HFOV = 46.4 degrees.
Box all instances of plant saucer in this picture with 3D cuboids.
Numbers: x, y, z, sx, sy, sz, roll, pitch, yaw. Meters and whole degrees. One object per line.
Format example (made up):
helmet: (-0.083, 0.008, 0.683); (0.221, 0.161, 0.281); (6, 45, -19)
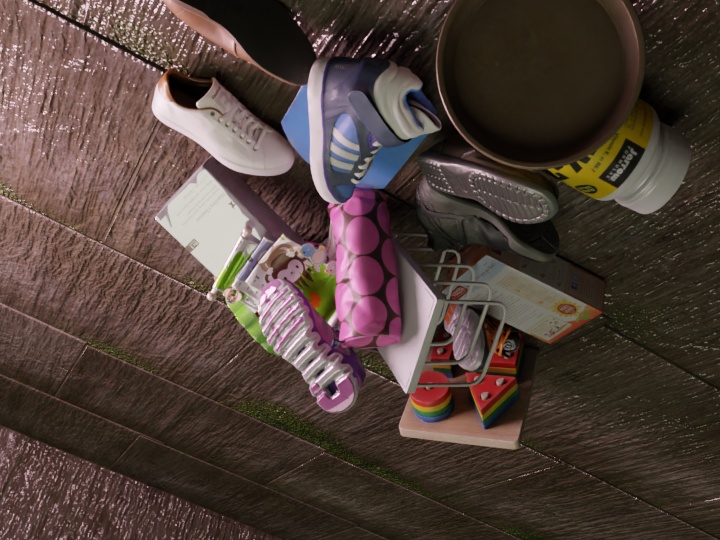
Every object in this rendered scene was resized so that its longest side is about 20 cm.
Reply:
plant saucer: (0.171, -0.199, 0.808); (0.196, 0.204, 0.029); (11, -175, 8)

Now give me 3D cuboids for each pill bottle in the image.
pill bottle: (0.244, -0.146, 0.898); (0.197, 0.116, 0.114); (24, 148, -13)

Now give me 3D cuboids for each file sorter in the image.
file sorter: (0.093, 0.049, 1.145); (0.122, 0.201, 0.141); (3, 118, -25)

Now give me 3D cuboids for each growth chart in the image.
growth chart: (-0.100, 0.020, 1.169); (0.197, 0.018, 0.146); (25, 112, -5)

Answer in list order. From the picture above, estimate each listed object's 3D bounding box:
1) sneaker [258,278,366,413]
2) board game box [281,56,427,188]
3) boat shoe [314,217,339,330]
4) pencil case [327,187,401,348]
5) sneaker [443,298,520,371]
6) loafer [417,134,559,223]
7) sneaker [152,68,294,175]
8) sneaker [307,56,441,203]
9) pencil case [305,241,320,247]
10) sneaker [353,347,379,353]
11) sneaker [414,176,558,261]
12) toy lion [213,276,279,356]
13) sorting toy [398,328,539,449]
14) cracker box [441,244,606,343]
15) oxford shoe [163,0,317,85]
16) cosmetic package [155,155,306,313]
sneaker: (-0.061, 0.097, 1.149); (0.080, 0.088, 0.201); (-41, 81, 28)
board game box: (-0.003, -0.188, 1.027); (0.156, 0.039, 0.200); (29, 141, -11)
boat shoe: (-0.045, -0.009, 1.200); (0.068, 0.204, 0.071); (6, -169, 11)
pencil case: (0.000, 0.000, 1.101); (0.089, 0.204, 0.093); (3, 166, -26)
sneaker: (0.198, 0.102, 1.275); (0.110, 0.201, 0.079); (20, 109, -10)
loafer: (0.150, -0.116, 0.956); (0.199, 0.070, 0.076); (29, 159, 42)
sneaker: (-0.170, -0.188, 1.069); (0.197, 0.074, 0.085); (25, 151, -10)
sneaker: (0.020, -0.148, 0.963); (0.144, 0.081, 0.202); (12, 137, 17)
pencil case: (-0.051, 0.011, 1.291); (0.196, 0.095, 0.091); (7, 153, 15)
sneaker: (0.004, 0.086, 1.413); (0.197, 0.077, 0.114); (-3, 151, 38)
sneaker: (0.158, -0.060, 1.100); (0.196, 0.077, 0.115); (24, 150, -5)
toy lion: (-0.155, 0.072, 1.365); (0.068, 0.192, 0.200); (-40, 130, 6)
sorting toy: (0.177, 0.181, 1.375); (0.196, 0.200, 0.070); (2, 131, 23)
cracker box: (0.235, 0.023, 1.221); (0.197, 0.059, 0.134); (25, 149, -14)
oxford shoe: (-0.135, -0.273, 0.941); (0.198, 0.072, 0.071); (34, 163, -15)
cosmetic package: (-0.178, -0.053, 1.197); (0.113, 0.081, 0.200); (-42, 104, 17)
